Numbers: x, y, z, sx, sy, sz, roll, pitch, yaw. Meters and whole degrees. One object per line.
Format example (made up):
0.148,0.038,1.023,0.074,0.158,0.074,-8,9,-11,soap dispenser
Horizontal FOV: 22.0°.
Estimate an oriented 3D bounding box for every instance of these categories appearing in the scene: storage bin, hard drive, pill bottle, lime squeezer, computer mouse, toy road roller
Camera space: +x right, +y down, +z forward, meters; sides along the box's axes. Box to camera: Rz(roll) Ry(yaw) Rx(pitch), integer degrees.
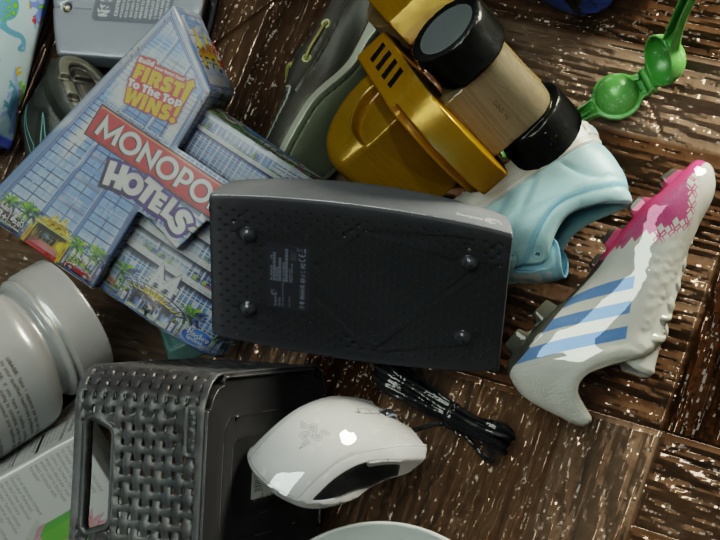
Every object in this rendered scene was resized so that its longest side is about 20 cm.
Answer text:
-0.102,0.129,1.225,0.094,0.200,0.135,3,90,20,storage bin
0.000,0.000,1.243,0.200,0.135,0.042,7,40,6,hard drive
-0.279,0.083,1.286,0.200,0.113,0.113,-33,61,-24,pill bottle
0.186,-0.132,1.300,0.200,0.071,0.038,-41,78,36,lime squeezer
0.009,0.105,1.216,0.110,0.200,0.044,37,120,26,computer mouse
0.043,-0.121,1.276,0.146,0.123,0.200,-42,31,9,toy road roller

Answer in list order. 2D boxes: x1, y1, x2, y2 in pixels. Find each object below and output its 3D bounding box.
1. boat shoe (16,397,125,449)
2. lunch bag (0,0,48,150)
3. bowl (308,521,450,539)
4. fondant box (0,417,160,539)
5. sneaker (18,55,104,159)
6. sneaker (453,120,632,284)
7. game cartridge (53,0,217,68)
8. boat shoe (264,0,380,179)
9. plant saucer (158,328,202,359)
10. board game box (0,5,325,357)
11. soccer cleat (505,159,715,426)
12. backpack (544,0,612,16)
-0.251,0.150,1.354,0.069,0.071,0.200,42,90,25,boat shoe
-0.356,-0.198,1.433,0.127,0.200,0.170,-3,70,40,lunch bag
0.019,0.270,1.205,0.201,0.090,0.201,-7,69,18,bowl
-0.241,0.211,1.293,0.200,0.058,0.144,-29,101,6,fondant box
-0.207,-0.065,1.424,0.079,0.075,0.200,-36,63,30,sneaker
0.100,-0.016,1.285,0.200,0.074,0.082,-39,68,9,sneaker
-0.173,-0.253,1.476,0.133,0.040,0.200,8,74,12,game cartridge
-0.019,-0.146,1.375,0.061,0.072,0.201,28,79,33,boat shoe
-0.066,-0.001,1.369,0.200,0.019,0.070,-25,66,9,plant saucer
-0.133,-0.073,1.313,0.200,0.062,0.200,33,99,10,board game box
0.186,0.019,1.252,0.086,0.070,0.200,42,92,10,soccer cleat
0.153,-0.283,1.285,0.162,0.200,0.168,31,84,25,backpack
